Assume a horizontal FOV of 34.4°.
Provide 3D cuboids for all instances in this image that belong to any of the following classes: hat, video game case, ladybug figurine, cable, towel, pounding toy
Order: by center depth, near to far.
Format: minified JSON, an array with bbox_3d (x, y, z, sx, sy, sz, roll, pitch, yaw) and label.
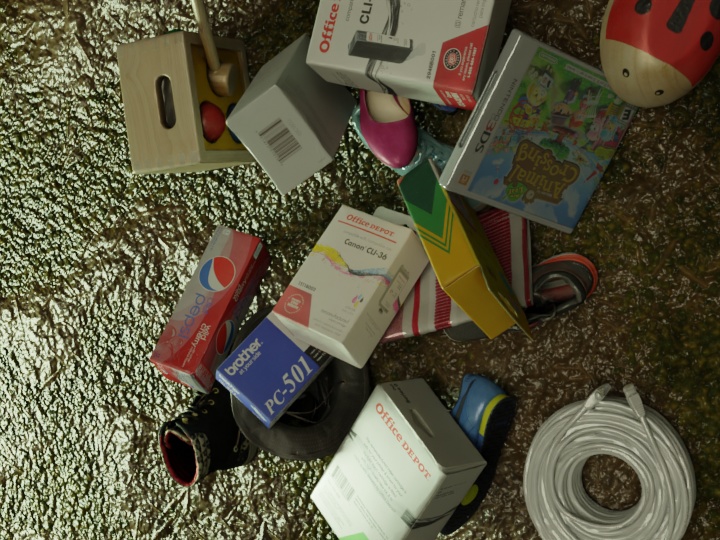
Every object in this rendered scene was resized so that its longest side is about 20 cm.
[{"bbox_3d":[0.334,-0.273,1.244,0.134,0.072,0.203,24,90,-2],"label":"ladybug figurine"},{"bbox_3d":[0.203,-0.147,1.286,0.184,0.198,0.022,-64,35,16],"label":"video game case"},{"bbox_3d":[0.286,0.246,1.348,0.199,0.069,0.202,-37,82,23],"label":"cable"},{"bbox_3d":[0.107,0.003,1.378,0.197,0.023,0.146,-15,51,24],"label":"towel"},{"bbox_3d":[-0.204,-0.230,1.444,0.140,0.184,0.204,-6,93,23],"label":"pounding toy"},{"bbox_3d":[-0.080,0.146,1.481,0.196,0.081,0.204,3,72,-8],"label":"hat"}]

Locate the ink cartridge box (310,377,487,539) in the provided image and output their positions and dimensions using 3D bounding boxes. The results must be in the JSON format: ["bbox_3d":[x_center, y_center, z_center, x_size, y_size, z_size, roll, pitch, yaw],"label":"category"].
[{"bbox_3d":[0.044,0.252,1.401,0.146,0.083,0.202,51,126,31],"label":"ink cartridge box"}]

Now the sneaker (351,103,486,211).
[{"bbox_3d":[0.065,-0.133,1.394,0.199,0.082,0.075,35,109,17],"label":"sneaker"}]

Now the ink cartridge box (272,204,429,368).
[{"bbox_3d":[0.000,0.000,1.382,0.115,0.068,0.202,20,69,36],"label":"ink cartridge box"}]

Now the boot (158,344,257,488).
[{"bbox_3d":[-0.205,0.169,1.505,0.072,0.153,0.207,-12,92,24],"label":"boot"}]

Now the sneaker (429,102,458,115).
[{"bbox_3d":[0.088,-0.284,1.374,0.077,0.075,0.204,-14,92,20],"label":"sneaker"}]

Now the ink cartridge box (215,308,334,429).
[{"bbox_3d":[-0.078,0.088,1.433,0.094,0.044,0.200,40,70,7],"label":"ink cartridge box"}]

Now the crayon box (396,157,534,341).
[{"bbox_3d":[0.115,-0.013,1.284,0.050,0.127,0.202,-32,48,13],"label":"crayon box"}]

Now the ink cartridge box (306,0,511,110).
[{"bbox_3d":[0.054,-0.271,1.281,0.197,0.084,0.147,13,88,18],"label":"ink cartridge box"}]

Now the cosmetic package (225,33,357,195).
[{"bbox_3d":[-0.077,-0.189,1.373,0.080,0.201,0.113,-32,107,21],"label":"cosmetic package"}]

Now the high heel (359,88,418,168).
[{"bbox_3d":[0.030,-0.216,1.340,0.066,0.097,0.203,-3,54,-1],"label":"high heel"}]

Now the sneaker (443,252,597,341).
[{"bbox_3d":[0.177,0.037,1.356,0.198,0.082,0.078,-25,103,24],"label":"sneaker"}]

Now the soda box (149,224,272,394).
[{"bbox_3d":[-0.188,0.048,1.480,0.069,0.064,0.202,16,67,19],"label":"soda box"}]

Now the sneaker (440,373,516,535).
[{"bbox_3d":[0.124,0.223,1.425,0.078,0.065,0.203,30,110,37],"label":"sneaker"}]
